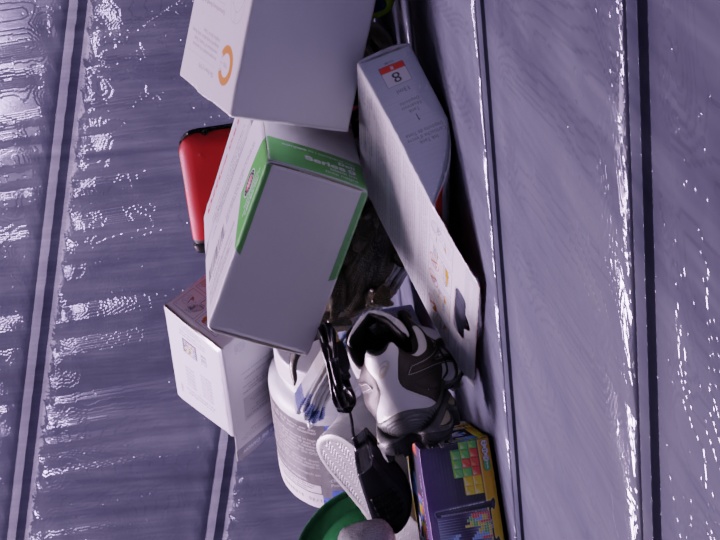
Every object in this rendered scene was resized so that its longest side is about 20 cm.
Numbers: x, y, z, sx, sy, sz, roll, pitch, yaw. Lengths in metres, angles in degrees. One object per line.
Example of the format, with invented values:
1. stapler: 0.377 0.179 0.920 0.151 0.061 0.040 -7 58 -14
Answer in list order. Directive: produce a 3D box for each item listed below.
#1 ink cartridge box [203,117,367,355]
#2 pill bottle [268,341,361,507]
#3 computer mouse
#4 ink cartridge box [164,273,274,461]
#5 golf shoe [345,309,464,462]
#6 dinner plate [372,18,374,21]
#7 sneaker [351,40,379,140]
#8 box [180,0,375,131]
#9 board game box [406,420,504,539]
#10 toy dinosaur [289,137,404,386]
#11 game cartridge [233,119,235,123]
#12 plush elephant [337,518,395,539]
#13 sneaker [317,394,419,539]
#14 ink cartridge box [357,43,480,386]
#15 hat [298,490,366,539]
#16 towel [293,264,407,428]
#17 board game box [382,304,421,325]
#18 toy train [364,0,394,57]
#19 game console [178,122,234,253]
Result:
1. ink cartridge box: -0.062 -0.051 1.523 0.200 0.084 0.147 -101 29 -63
2. pill bottle: -0.027 0.123 1.840 0.201 0.113 0.114 85 175 -49
3. computer mouse: 0.006 0.120 1.497 0.059 0.034 0.201 -95 -10 -54
4. ink cartridge box: -0.082 0.056 1.893 0.084 0.200 0.176 35 147 29
5. golf shoe: 0.032 0.061 1.463 0.200 0.077 0.095 -100 -14 -74
6. dinner plate: -0.009 -0.199 1.792 0.200 0.024 0.201 -168 90 -84
7. sneaker: 0.001 -0.128 1.633 0.084 0.076 0.201 -100 -14 -64
8. box: -0.052 -0.217 1.436 0.124 0.097 0.201 -139 58 -61
9. board game box: 0.077 0.221 1.488 0.165 0.056 0.201 150 111 -88
10. toy dinosaur: 0.000 0.000 1.562 0.102 0.077 0.201 -132 58 -78
11. game cartridge: -0.057 -0.194 1.744 0.177 0.032 0.200 -60 -3 -30
12. plush elephant: -0.018 0.297 1.538 0.200 0.164 0.156 43 -143 -64
13. sneaker: 0.056 0.176 1.636 0.201 0.073 0.116 58 -133 -21
14. ink cartridge box: 0.057 -0.040 1.417 0.201 0.050 0.162 60 167 26
15. hat: 0.005 0.279 1.653 0.201 0.165 0.176 65 -170 11
16. towel: 0.001 0.037 1.660 0.201 0.024 0.147 -60 4 0
17. board game box: 0.053 0.152 1.878 0.200 0.041 0.201 -113 15 -78
18. toy train: 0.001 -0.217 1.567 0.116 0.084 0.201 -11 -95 -77
19. game console: -0.058 -0.085 1.769 0.119 0.199 0.173 -104 6 -57
